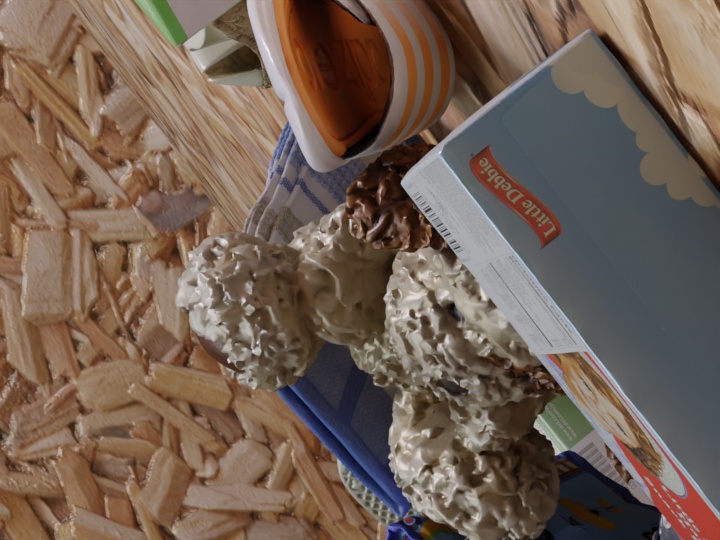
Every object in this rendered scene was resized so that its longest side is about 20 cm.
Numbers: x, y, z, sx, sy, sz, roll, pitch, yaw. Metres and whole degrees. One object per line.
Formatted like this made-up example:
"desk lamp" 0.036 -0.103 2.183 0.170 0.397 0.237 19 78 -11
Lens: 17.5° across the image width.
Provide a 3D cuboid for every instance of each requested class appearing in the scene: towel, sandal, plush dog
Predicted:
"towel" 0.000 0.000 1.110 0.147 0.024 0.200 48 -141 -26
"sandal" 0.009 -0.092 0.958 0.079 0.059 0.207 68 -164 -2
"plush dog" 0.051 0.009 0.965 0.200 0.161 0.172 39 162 -21

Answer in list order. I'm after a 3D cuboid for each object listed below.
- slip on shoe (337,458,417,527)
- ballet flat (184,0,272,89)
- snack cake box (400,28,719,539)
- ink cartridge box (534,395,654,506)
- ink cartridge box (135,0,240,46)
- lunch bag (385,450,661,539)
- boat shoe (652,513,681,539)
"slip on shoe" 0.058 0.151 1.391 0.200 0.074 0.061 50 -151 -25
"ballet flat" -0.063 -0.132 1.219 0.071 0.065 0.200 62 177 13
"snack cake box" 0.104 0.023 0.787 0.200 0.067 0.115 52 173 -2
"ink cartridge box" 0.108 0.079 1.302 0.146 0.048 0.200 51 173 2
"ink cartridge box" -0.125 -0.220 1.051 0.200 0.084 0.146 49 175 28
"lunch bag" 0.066 0.205 1.096 0.094 0.200 0.150 28 -155 30
"boat shoe" 0.152 0.122 0.966 0.068 0.072 0.200 55 166 33
